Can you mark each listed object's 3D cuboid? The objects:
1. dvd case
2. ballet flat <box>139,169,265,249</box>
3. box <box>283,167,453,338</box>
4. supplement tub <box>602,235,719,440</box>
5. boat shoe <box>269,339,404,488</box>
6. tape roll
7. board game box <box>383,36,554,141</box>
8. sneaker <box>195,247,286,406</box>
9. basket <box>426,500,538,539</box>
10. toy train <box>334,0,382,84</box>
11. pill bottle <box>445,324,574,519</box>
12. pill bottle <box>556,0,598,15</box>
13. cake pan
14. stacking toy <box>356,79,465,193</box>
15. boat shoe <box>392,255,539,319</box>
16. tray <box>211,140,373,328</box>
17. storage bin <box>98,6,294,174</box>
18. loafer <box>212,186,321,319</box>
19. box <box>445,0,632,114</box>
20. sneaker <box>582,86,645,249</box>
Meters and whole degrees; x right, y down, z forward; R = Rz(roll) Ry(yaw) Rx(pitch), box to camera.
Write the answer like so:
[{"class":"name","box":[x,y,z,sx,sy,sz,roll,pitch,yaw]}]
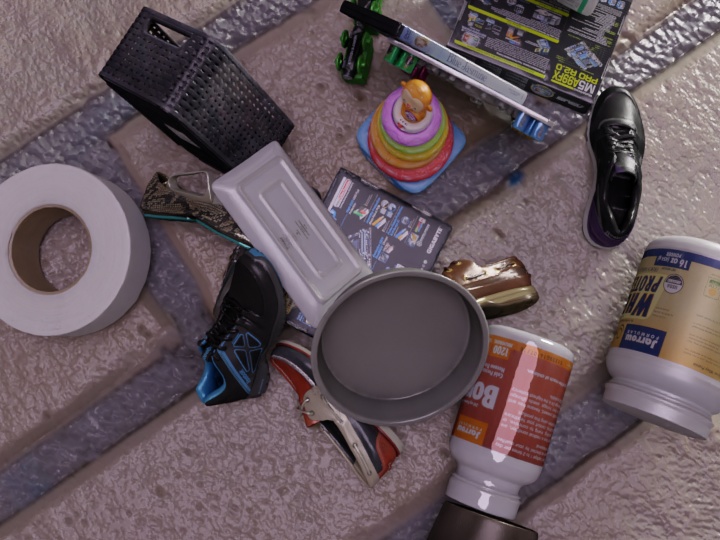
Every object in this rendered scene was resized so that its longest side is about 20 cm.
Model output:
[{"class":"dvd case","box":[0.084,-0.251,1.000,0.198,0.143,0.018,18,106,-35]},{"class":"ballet flat","box":[-0.181,-0.080,1.029,0.198,0.068,0.076,18,95,30]},{"class":"box","box":[0.000,0.000,1.058,0.157,0.046,0.202,27,84,3]},{"class":"supplement tub","box":[0.368,0.077,0.995,0.143,0.144,0.202,22,83,3]},{"class":"boat shoe","box":[-0.037,0.166,1.022,0.200,0.071,0.063,45,67,0]},{"class":"tape roll","box":[-0.358,-0.023,1.043,0.199,0.071,0.206,0,87,7]},{"class":"board game box","box":[0.126,-0.205,1.010,0.198,0.200,0.026,28,102,4]},{"class":"sneaker","box":[-0.138,0.072,0.983,0.073,0.081,0.202,35,127,39]},{"class":"basket","box":[0.117,0.373,0.969,0.178,0.136,0.203,17,79,-1]},{"class":"toy train","box":[0.010,-0.331,1.096,0.041,0.056,0.203,11,83,17]},{"class":"pill bottle","box":[0.167,0.173,1.001,0.111,0.112,0.203,18,83,3]},{"class":"pill bottle","box":[0.212,-0.398,1.030,0.198,0.113,0.114,29,84,4]},{"class":"cake pan","box":[0.042,0.081,0.959,0.197,0.037,0.203,-4,119,-7]},{"class":"stacking toy","box":[0.061,-0.173,1.002,0.116,0.200,0.110,44,85,5]},{"class":"boat shoe","box":[0.115,0.025,1.028,0.197,0.072,0.068,-8,71,-23]},{"class":"tray","box":[-0.071,-0.045,0.990,0.107,0.022,0.201,-39,96,-30]},{"class":"storage bin","box":[-0.183,-0.192,0.996,0.134,0.200,0.094,29,82,30]},{"class":"loafer","box":[-0.122,-0.022,1.061,0.062,0.072,0.201,27,77,28]},{"class":"box","box":[0.225,-0.311,1.097,0.198,0.044,0.162,22,84,4]},{"class":"sneaker","box":[0.317,-0.131,1.050,0.075,0.088,0.203,4,82,1]}]
